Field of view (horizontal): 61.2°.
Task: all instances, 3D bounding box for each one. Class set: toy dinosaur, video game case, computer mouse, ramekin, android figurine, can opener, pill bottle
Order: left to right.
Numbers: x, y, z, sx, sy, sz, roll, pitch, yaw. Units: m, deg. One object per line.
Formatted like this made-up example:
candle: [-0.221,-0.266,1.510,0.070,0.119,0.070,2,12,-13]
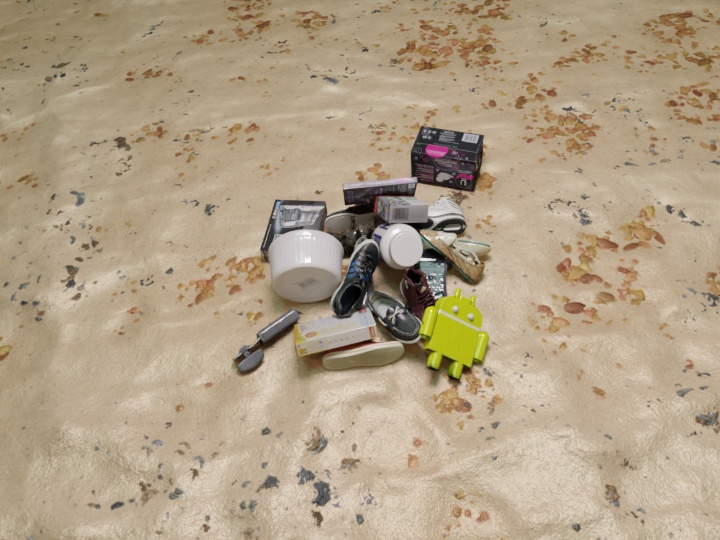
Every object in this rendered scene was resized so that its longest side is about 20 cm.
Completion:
can opener: [-0.228,0.177,1.508,0.198,0.053,0.067,-34,87,-21]
ramekin: [-0.137,-0.003,1.543,0.195,0.202,0.100,-6,57,2]
toy dinosaur: [-0.024,-0.081,1.659,0.199,0.103,0.077,-38,43,-6]
video game case: [0.051,-0.212,1.641,0.195,0.143,0.019,-4,79,0]
pill bottle: [0.096,-0.063,1.551,0.109,0.114,0.200,-16,10,-7]
computer mouse: [0.173,0.045,1.559,0.135,0.053,0.204,4,64,8]
android figurine: [0.218,0.143,1.411,0.179,0.041,0.204,26,74,-18]

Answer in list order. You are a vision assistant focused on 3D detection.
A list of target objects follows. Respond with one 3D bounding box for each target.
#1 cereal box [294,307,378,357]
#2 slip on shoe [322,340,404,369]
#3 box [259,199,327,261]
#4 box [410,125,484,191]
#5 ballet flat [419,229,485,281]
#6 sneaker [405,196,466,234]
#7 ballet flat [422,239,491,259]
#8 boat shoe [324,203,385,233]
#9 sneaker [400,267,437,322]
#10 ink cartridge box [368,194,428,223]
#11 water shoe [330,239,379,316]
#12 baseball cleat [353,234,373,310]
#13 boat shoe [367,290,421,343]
cereal box: [-0.061,0.145,1.463,0.195,0.040,0.144,-13,13,-3]
slip on shoe: [0.006,0.189,1.447,0.195,0.075,0.062,-8,46,7]
box: [-0.186,-0.112,1.729,0.154,0.050,0.203,3,51,9]
box: [0.259,-0.334,1.814,0.195,0.116,0.134,12,51,15]
ballet flat: [0.240,-0.055,1.564,0.199,0.066,0.071,38,20,-9]
sneaker: [0.196,-0.152,1.713,0.195,0.077,0.117,2,39,4]
ballet flat: [0.249,-0.052,1.629,0.196,0.067,0.064,11,80,20]
boat shoe: [-0.009,-0.156,1.728,0.195,0.075,0.061,-11,49,-6]
sneaker: [0.153,0.078,1.449,0.075,0.116,0.202,-29,64,-10]
ink cartridge box: [0.096,-0.173,1.621,0.106,0.052,0.200,-2,19,-15]
water shoe: [-0.002,0.023,1.491,0.203,0.071,0.079,-64,22,1]
baseball cleat: [0.000,0.000,1.573,0.068,0.107,0.204,-3,54,0]
boat shoe: [0.078,0.109,1.465,0.076,0.061,0.199,-46,35,-12]
